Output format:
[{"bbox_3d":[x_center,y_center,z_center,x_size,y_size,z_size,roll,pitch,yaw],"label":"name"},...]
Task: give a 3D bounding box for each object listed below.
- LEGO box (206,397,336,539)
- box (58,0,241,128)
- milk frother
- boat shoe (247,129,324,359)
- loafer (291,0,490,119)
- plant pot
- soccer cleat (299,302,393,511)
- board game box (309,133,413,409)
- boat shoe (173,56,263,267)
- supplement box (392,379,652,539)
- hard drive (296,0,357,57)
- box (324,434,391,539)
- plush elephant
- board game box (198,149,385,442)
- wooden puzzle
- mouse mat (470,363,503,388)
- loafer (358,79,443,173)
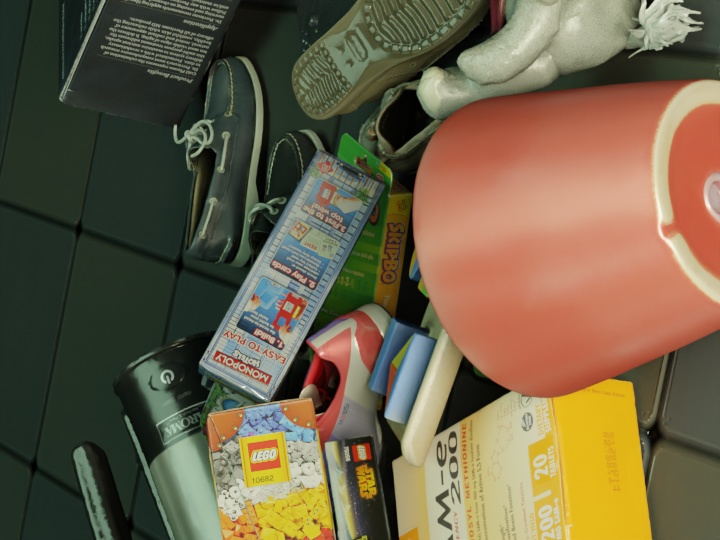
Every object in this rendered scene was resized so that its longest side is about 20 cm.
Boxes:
[{"bbox_3d":[-0.056,0.197,1.655,0.200,0.077,0.149,85,176,-68],"label":"LEGO box"},{"bbox_3d":[-0.192,-0.274,2.110,0.197,0.124,0.200,123,151,-42],"label":"box"},{"bbox_3d":[-0.118,0.174,1.910,0.180,0.200,0.188,-31,69,24],"label":"milk frother"},{"bbox_3d":[-0.065,-0.025,1.924,0.074,0.060,0.200,-20,65,56],"label":"boat shoe"},{"bbox_3d":[0.030,-0.187,1.800,0.200,0.068,0.076,-31,81,35],"label":"loafer"},{"bbox_3d":[0.161,-0.030,1.428,0.177,0.200,0.201,-14,70,47],"label":"plant pot"},{"bbox_3d":[-0.019,0.114,1.756,0.068,0.073,0.200,45,140,37],"label":"soccer cleat"},{"bbox_3d":[0.000,0.000,1.807,0.096,0.030,0.200,-137,48,-55],"label":"board game box"},{"bbox_3d":[-0.128,-0.100,2.052,0.075,0.062,0.200,153,122,-61],"label":"boat shoe"},{"bbox_3d":[0.105,0.160,1.570,0.200,0.074,0.126,-37,51,51],"label":"supplement box"},{"bbox_3d":[0.011,-0.261,1.878,0.200,0.042,0.135,-37,52,50],"label":"hard drive"},{"bbox_3d":[0.010,0.239,1.681,0.137,0.040,0.200,84,177,-62],"label":"box"},{"bbox_3d":[0.118,-0.210,1.555,0.200,0.165,0.155,-7,117,44],"label":"plush elephant"},{"bbox_3d":[-0.071,0.045,1.737,0.200,0.062,0.200,-61,0,-43],"label":"board game box"},{"bbox_3d":[0.050,0.032,1.624,0.200,0.046,0.185,-102,31,-85],"label":"wooden puzzle"},{"bbox_3d":[0.135,-0.011,1.634,0.161,0.008,0.200,9,91,60],"label":"mouse mat"},{"bbox_3d":[0.043,-0.117,1.759,0.200,0.063,0.072,-10,77,61],"label":"loafer"}]
